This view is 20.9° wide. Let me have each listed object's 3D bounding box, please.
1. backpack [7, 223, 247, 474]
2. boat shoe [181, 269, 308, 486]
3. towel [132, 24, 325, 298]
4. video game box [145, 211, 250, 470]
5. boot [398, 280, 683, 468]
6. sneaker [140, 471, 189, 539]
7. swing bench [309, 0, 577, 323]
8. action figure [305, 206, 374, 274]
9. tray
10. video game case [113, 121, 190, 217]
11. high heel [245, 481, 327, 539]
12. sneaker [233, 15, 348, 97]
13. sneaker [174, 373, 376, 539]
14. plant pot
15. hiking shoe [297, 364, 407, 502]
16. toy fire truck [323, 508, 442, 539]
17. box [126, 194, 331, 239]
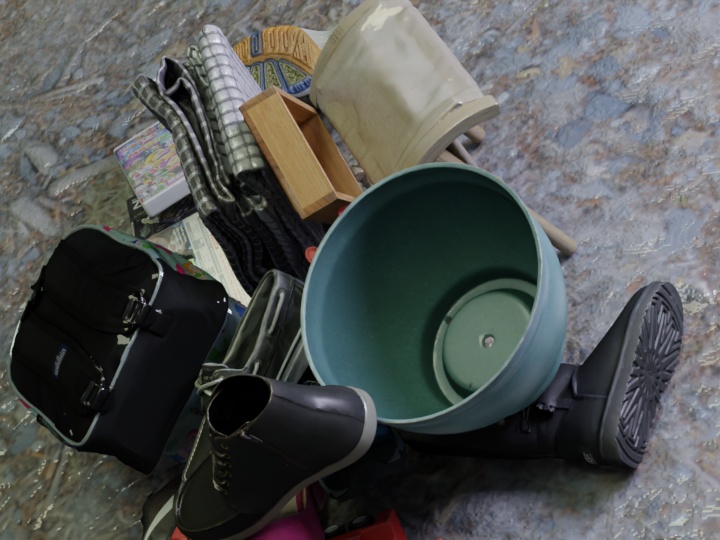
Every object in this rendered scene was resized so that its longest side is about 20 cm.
[{"bbox_3d":[-0.195,0.058,1.596,0.200,0.150,0.178,24,90,49],"label":"backpack"},{"bbox_3d":[-0.096,0.091,1.523,0.072,0.071,0.200,-1,59,62],"label":"boat shoe"},{"bbox_3d":[-0.102,-0.078,1.607,0.085,0.200,0.166,-25,59,6],"label":"towel"},{"bbox_3d":[-0.130,0.047,1.701,0.182,0.047,0.200,-26,60,6],"label":"video game box"},{"bbox_3d":[0.140,0.077,1.538,0.199,0.066,0.165,-1,50,37],"label":"boot"},{"bbox_3d":[-0.125,0.185,1.592,0.098,0.071,0.201,-6,44,39],"label":"sneaker"},{"bbox_3d":[0.056,-0.098,1.639,0.130,0.200,0.199,-33,42,1],"label":"swing bench"},{"bbox_3d":[0.000,0.000,1.600,0.052,0.200,0.066,32,82,19],"label":"action figure"},{"bbox_3d":[-0.042,-0.087,1.560,0.037,0.200,0.099,-31,86,6],"label":"tray"},{"bbox_3d":[-0.162,-0.122,1.878,0.143,0.018,0.200,-33,23,-3],"label":"video game case"},{"bbox_3d":[-0.066,0.165,1.491,0.067,0.096,0.200,-20,11,17],"label":"high heel"},{"bbox_3d":[-0.031,-0.192,1.866,0.199,0.088,0.076,-8,71,20],"label":"sneaker"},{"bbox_3d":[-0.092,0.129,1.400,0.200,0.106,0.075,-38,50,33],"label":"sneaker"},{"bbox_3d":[0.073,0.037,1.461,0.200,0.134,0.201,-13,63,27],"label":"plant pot"},{"bbox_3d":[-0.020,0.114,1.527,0.074,0.087,0.200,-33,17,2],"label":"hiking shoe"},{"bbox_3d":[-0.017,0.234,1.448,0.199,0.049,0.141,-21,11,14],"label":"toy fire truck"},{"bbox_3d":[-0.114,-0.048,1.812,0.200,0.049,0.161,-28,45,8],"label":"box"}]
